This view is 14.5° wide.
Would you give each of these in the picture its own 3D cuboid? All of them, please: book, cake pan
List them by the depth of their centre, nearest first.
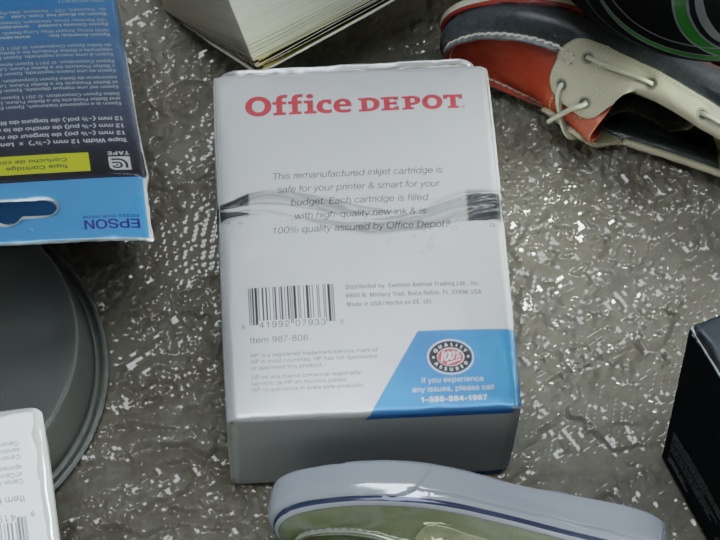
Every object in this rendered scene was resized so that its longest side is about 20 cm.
[{"bbox_3d":[-0.230,0.046,1.447,0.200,0.037,0.200,0,62,0],"label":"cake pan"},{"bbox_3d":[-0.003,-0.184,1.536,0.200,0.048,0.134,-28,25,-14],"label":"book"}]

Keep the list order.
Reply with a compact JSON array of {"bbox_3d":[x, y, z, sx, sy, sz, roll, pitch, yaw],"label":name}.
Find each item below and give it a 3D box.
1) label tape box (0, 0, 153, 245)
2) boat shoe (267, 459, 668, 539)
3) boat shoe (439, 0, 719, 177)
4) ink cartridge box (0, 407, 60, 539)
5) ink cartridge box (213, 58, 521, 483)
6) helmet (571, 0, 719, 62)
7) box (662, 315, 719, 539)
[{"bbox_3d":[-0.186,-0.058,1.450,0.143,0.066,0.200,-4,43,-9],"label":"label tape box"},{"bbox_3d":[0.053,0.138,1.384,0.200,0.072,0.062,7,59,0],"label":"boat shoe"},{"bbox_3d":[0.135,-0.095,1.514,0.200,0.071,0.063,15,65,2],"label":"boat shoe"},{"bbox_3d":[-0.207,0.178,1.330,0.144,0.084,0.200,-7,74,-5],"label":"ink cartridge box"},{"bbox_3d":[0.000,0.000,1.449,0.144,0.084,0.200,-2,63,-3],"label":"ink cartridge box"},{"bbox_3d":[0.183,-0.198,1.439,0.200,0.191,0.200,-12,57,18],"label":"helmet"},{"bbox_3d":[0.258,0.054,1.393,0.200,0.141,0.079,-21,65,-12],"label":"box"}]
